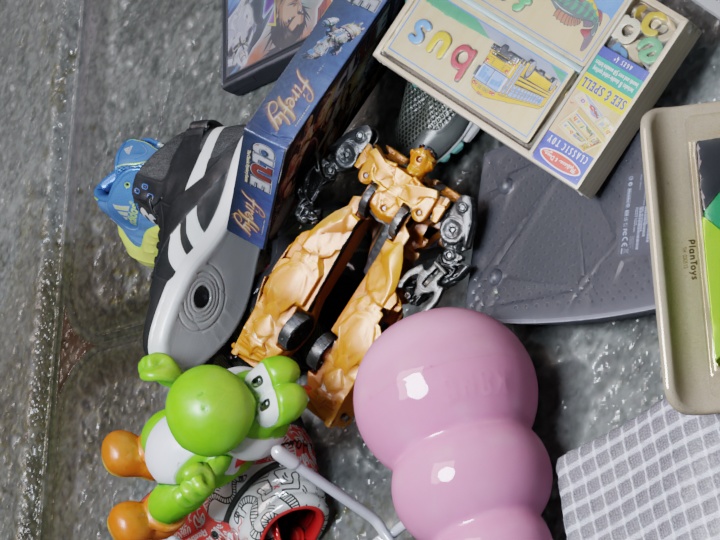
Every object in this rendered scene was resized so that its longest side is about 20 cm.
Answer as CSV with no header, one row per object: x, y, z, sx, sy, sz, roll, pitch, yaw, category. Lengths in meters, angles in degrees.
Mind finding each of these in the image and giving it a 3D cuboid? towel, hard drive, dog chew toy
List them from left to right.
0.069,0.127,1.490,0.124,0.124,0.201,-33,61,33,dog chew toy
0.158,-0.028,1.507,0.199,0.042,0.136,-7,70,45,hard drive
0.205,0.157,1.358,0.200,0.085,0.166,-32,54,35,towel

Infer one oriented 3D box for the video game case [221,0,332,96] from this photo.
-0.037,-0.254,1.808,0.199,0.025,0.182,-21,61,40,video game case

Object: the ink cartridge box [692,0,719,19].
0.256,-0.252,1.376,0.200,0.144,0.147,-56,6,14,ink cartridge box

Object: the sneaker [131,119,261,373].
-0.132,-0.018,1.682,0.111,0.073,0.201,7,63,38,sneaker

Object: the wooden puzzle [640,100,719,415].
0.266,-0.018,1.308,0.199,0.037,0.186,-6,75,9,wooden puzzle

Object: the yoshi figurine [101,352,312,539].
-0.121,0.114,1.571,0.200,0.112,0.112,-38,10,42,yoshi figurine

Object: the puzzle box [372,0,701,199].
0.114,-0.151,1.524,0.200,0.025,0.133,35,95,33,puzzle box

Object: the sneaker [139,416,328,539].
-0.104,0.198,1.677,0.201,0.067,0.108,-44,46,23,sneaker

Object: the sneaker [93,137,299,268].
-0.134,-0.061,1.769,0.199,0.105,0.076,-21,38,40,sneaker

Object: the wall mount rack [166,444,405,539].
-0.031,0.216,1.556,0.200,0.074,0.174,-41,77,28,wall mount rack

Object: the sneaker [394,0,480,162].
0.059,-0.174,1.630,0.077,0.091,0.201,23,92,49,sneaker

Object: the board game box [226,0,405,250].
-0.027,-0.127,1.624,0.200,0.034,0.136,-58,-9,-29,board game box

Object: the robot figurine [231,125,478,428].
0.000,0.000,1.591,0.145,0.058,0.201,36,101,22,robot figurine

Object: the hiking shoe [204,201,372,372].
-0.056,0.047,1.678,0.200,0.076,0.101,-54,41,15,hiking shoe
